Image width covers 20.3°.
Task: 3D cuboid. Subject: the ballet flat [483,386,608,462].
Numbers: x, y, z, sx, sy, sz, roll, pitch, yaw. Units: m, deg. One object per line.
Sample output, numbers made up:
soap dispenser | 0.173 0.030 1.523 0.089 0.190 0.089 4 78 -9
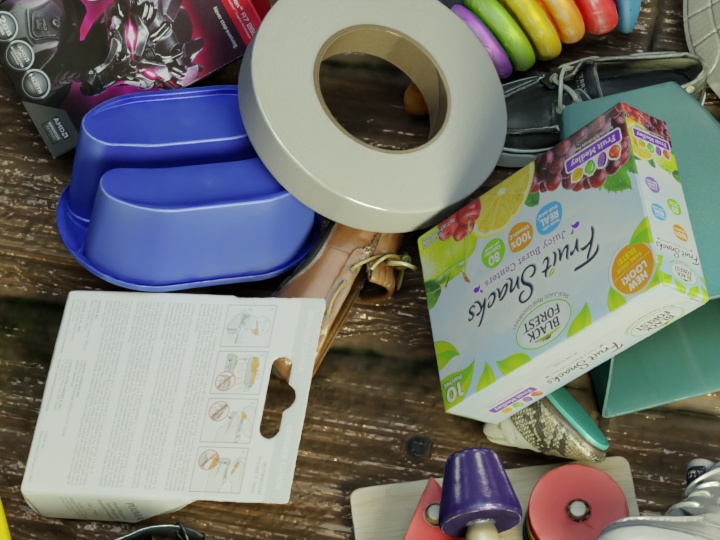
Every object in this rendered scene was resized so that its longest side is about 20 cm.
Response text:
ballet flat | 0.107 0.077 1.434 0.075 0.068 0.200 -41 51 17

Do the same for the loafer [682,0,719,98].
loafer | 0.307 -0.153 1.560 0.072 0.063 0.200 -30 58 23

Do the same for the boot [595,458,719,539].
boot | 0.224 0.172 1.345 0.200 0.074 0.096 19 48 -36

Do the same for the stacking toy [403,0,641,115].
stacking toy | 0.111 -0.189 1.563 0.200 0.116 0.110 -39 73 -2

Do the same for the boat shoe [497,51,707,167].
boat shoe | 0.167 -0.133 1.541 0.200 0.064 0.071 -12 63 -4

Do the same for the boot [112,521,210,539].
boot | -0.104 0.212 1.350 0.200 0.097 0.075 -11 63 -4

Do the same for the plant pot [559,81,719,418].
plant pot | 0.216 -0.027 1.447 0.141 0.141 0.200 -13 59 -5

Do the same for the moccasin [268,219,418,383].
moccasin | 0.000 -0.001 1.471 0.078 0.074 0.201 35 68 13

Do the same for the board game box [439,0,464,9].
board game box | 0.036 -0.311 1.612 0.103 0.105 0.200 2 64 1

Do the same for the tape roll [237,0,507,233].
tape roll | 0.010 -0.124 1.461 0.202 0.037 0.203 10 63 -19

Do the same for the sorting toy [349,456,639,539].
sorting toy | 0.102 0.221 1.357 0.200 0.070 0.199 -7 63 -2

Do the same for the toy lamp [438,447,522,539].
toy lamp | 0.086 0.212 1.293 0.058 0.058 0.200 -7 64 -3

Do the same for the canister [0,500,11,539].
canister | -0.320 0.164 1.387 0.148 0.087 0.200 -17 62 -8

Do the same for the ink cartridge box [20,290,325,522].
ink cartridge box | -0.128 0.096 1.416 0.200 0.057 0.163 3 62 13

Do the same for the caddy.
caddy | -0.124 -0.054 1.482 0.200 0.105 0.142 -6 48 -17

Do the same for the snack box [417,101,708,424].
snack box | 0.131 -0.001 1.350 0.053 0.200 0.142 17 51 -39

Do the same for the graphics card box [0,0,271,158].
graphics card box | -0.174 -0.185 1.513 0.200 0.051 0.126 -26 98 14
